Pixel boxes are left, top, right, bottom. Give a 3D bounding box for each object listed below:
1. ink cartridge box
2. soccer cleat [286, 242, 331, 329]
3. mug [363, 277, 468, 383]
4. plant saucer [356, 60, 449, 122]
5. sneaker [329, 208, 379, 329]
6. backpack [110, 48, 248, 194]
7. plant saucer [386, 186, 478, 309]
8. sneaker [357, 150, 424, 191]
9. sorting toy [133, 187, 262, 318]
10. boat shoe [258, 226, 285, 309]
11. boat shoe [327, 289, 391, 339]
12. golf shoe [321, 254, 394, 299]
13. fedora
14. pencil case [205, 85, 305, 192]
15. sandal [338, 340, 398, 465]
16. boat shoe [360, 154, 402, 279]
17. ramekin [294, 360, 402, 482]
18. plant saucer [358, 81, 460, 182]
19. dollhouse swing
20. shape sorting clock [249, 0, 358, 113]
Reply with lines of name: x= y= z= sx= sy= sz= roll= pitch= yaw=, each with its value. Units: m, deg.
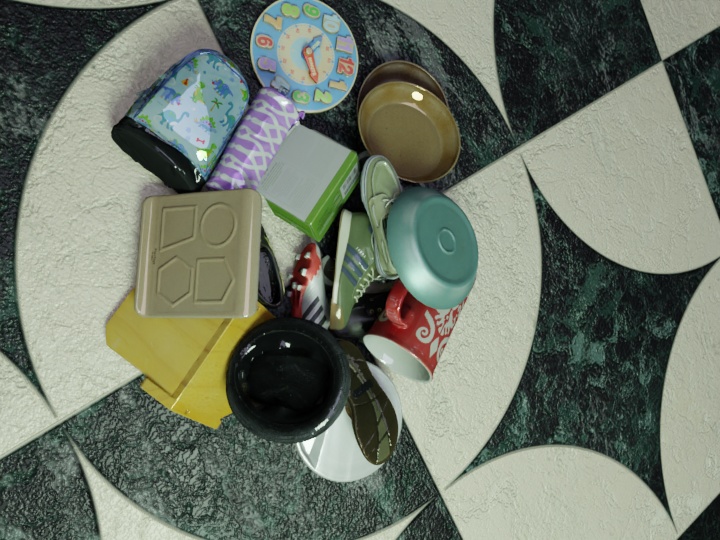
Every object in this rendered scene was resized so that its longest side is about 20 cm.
ink cartridge box: x=-0.118 y=-0.170 z=0.953 sx=0.197 sy=0.076 sz=0.149 roll=30 pitch=77 yaw=16
soccer cleat: x=-0.081 y=0.057 z=0.951 sx=0.084 sy=0.068 sz=0.206 roll=13 pitch=75 yaw=-34
mug: x=0.112 y=0.060 z=0.924 sx=0.132 sy=0.178 sz=0.202 roll=32 pitch=67 yaw=5
plant saucer: x=0.078 y=-0.289 z=1.048 sx=0.195 sy=0.037 sz=0.206 roll=0 pitch=89 yaw=-21
sneaker: x=0.000 y=0.000 z=0.924 sx=0.087 sy=0.067 sz=0.206 roll=7 pitch=78 yaw=-2
backpack: x=-0.260 y=-0.244 z=0.864 sx=0.163 sy=0.153 sz=0.202 roll=40 pitch=60 yaw=-17
plant saucer: x=0.127 y=-0.042 z=0.875 sx=0.197 sy=0.036 sz=0.205 roll=13 pitch=69 yaw=-36
sneaker: x=0.068 y=-0.127 z=0.996 sx=0.198 sy=0.075 sz=0.115 roll=35 pitch=41 yaw=-21
sorting toy: x=-0.240 y=-0.023 z=0.829 sx=0.195 sy=0.036 sz=0.190 roll=-1 pitch=82 yaw=15
boat shoe: x=-0.179 y=-0.032 z=0.925 sx=0.071 sy=0.060 sz=0.205 roll=-27 pitch=99 yaw=-20
boat shoe: x=0.033 y=0.077 z=1.012 sx=0.197 sy=0.063 sz=0.076 roll=-15 pitch=97 yaw=-20
golf shoe: x=0.020 y=-0.017 z=0.999 sx=0.196 sy=0.077 sz=0.097 roll=-21 pitch=97 yaw=-22
fedora: x=-0.104 y=0.172 z=0.852 sx=0.195 sy=0.092 sz=0.206 roll=-4 pitch=68 yaw=10
pencil case: x=-0.168 y=-0.192 z=0.885 sx=0.084 sy=0.084 sz=0.203 roll=30 pitch=80 yaw=-14
sandal: x=-0.002 y=0.213 z=0.902 sx=0.081 sy=0.055 sz=0.203 roll=-27 pitch=85 yaw=-26
boat shoe: x=0.048 y=-0.090 z=0.890 sx=0.070 sy=0.062 sz=0.206 roll=-8 pitch=86 yaw=-20
ramekin: x=-0.034 y=0.250 z=0.963 sx=0.197 sy=0.094 sz=0.208 roll=0 pitch=89 yaw=-22
plant saucer: x=0.084 y=-0.241 z=0.989 sx=0.195 sy=0.035 sz=0.205 roll=7 pitch=69 yaw=-17
dollhouse swing: x=-0.270 y=0.108 z=0.901 sx=0.202 sy=0.173 sz=0.182 roll=-57 pitch=149 yaw=-13
shape sorting clock: x=-0.096 y=-0.381 z=0.976 sx=0.195 sy=0.039 sz=0.206 roll=0 pitch=89 yaw=-22
